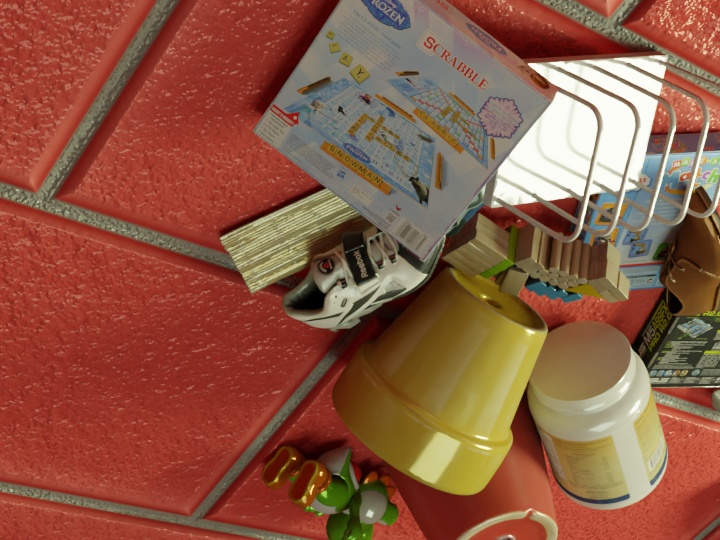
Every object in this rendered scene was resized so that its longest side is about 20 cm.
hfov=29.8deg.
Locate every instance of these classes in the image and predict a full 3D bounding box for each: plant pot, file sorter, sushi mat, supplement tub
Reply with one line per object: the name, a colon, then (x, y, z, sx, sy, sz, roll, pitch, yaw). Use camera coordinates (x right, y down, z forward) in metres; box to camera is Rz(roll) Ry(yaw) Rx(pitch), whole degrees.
plant pot: (0.097, 0.105, 1.453, 0.200, 0.201, 0.190, 20, 109, -35)
file sorter: (0.237, -0.114, 1.255, 0.199, 0.124, 0.140, -9, 120, -35)
plant pot: (0.142, 0.261, 1.625, 0.199, 0.178, 0.201, -11, 136, -10)
sushi mat: (-0.037, -0.045, 1.366, 0.199, 0.012, 0.096, -24, 137, 4)
supplement tub: (0.278, 0.171, 1.600, 0.143, 0.145, 0.201, -22, 130, 2)

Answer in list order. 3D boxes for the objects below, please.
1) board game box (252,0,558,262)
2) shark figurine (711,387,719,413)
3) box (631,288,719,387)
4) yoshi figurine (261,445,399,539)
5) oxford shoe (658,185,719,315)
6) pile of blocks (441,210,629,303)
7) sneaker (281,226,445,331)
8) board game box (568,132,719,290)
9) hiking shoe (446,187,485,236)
board game box: (0.037, -0.142, 1.197, 0.199, 0.041, 0.200, 37, 120, -3)
shark figurine: (0.566, 0.184, 1.775, 0.213, 0.090, 0.129, -15, 139, -3)
box: (0.440, 0.074, 1.644, 0.198, 0.044, 0.161, 1, 133, -22)
yoshi figurine: (-0.033, 0.291, 1.652, 0.111, 0.113, 0.200, -25, 142, 29)
oxford shoe: (0.357, -0.011, 1.456, 0.071, 0.072, 0.201, -18, 140, -1)
pile of blocks: (0.187, -0.016, 1.431, 0.198, 0.063, 0.082, 17, 147, -5)
sneaker: (0.000, 0.000, 1.355, 0.088, 0.075, 0.200, 7, 141, -47)
board game box: (0.305, -0.059, 1.463, 0.150, 0.037, 0.201, -4, 136, -17)
hiking shoe: (0.138, -0.104, 1.325, 0.086, 0.075, 0.201, 13, 128, -30)
